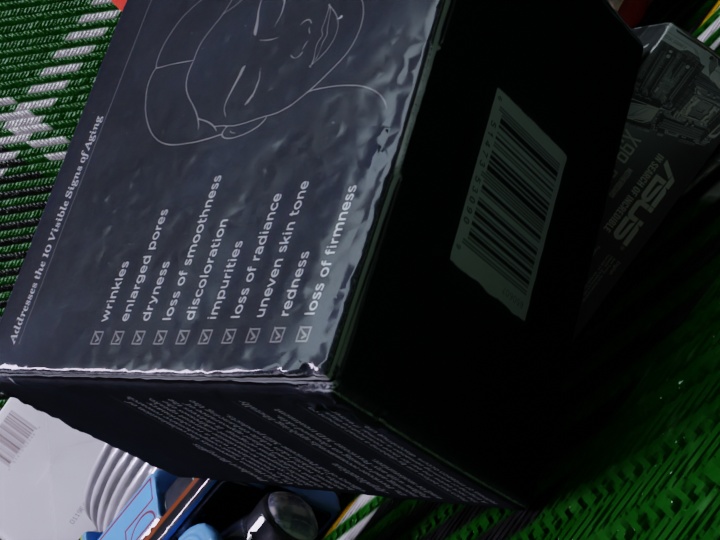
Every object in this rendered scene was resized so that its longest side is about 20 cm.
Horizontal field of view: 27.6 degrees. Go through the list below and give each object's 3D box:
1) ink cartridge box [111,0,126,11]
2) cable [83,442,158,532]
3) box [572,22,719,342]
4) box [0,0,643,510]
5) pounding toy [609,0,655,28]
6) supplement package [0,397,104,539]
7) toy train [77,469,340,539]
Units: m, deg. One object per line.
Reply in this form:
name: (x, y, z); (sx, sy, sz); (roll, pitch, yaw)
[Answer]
ink cartridge box: (-0.067, -0.115, 0.932); (0.160, 0.200, 0.047); (-15, 33, 45)
cable: (-0.086, 0.104, 0.916); (0.200, 0.069, 0.200); (-45, -14, -28)
box: (0.080, -0.016, 0.665); (0.200, 0.050, 0.158); (-54, 7, 3)
box: (-0.018, -0.025, 0.576); (0.196, 0.124, 0.201); (-1, 63, 42)
pounding toy: (0.138, -0.187, 0.870); (0.200, 0.142, 0.184); (-57, -5, -34)
supplement package: (-0.188, 0.162, 1.052); (0.114, 0.109, 0.200); (-55, -19, -11)
toy train: (-0.089, 0.157, 0.696); (0.200, 0.086, 0.115); (-51, 35, 25)
